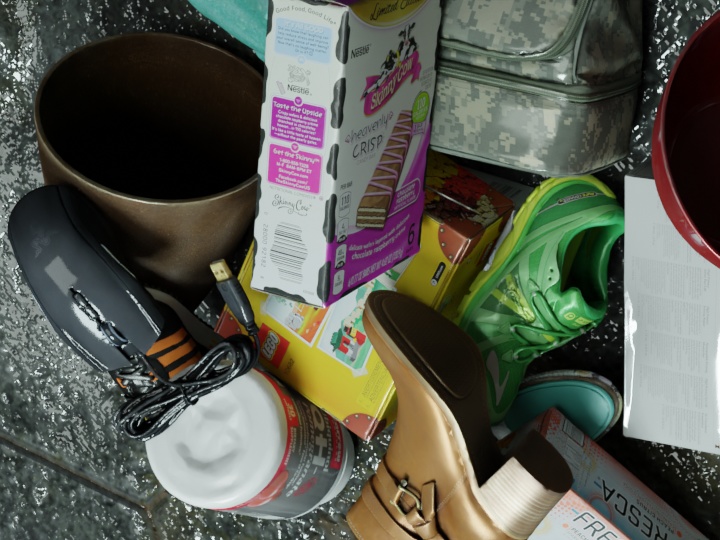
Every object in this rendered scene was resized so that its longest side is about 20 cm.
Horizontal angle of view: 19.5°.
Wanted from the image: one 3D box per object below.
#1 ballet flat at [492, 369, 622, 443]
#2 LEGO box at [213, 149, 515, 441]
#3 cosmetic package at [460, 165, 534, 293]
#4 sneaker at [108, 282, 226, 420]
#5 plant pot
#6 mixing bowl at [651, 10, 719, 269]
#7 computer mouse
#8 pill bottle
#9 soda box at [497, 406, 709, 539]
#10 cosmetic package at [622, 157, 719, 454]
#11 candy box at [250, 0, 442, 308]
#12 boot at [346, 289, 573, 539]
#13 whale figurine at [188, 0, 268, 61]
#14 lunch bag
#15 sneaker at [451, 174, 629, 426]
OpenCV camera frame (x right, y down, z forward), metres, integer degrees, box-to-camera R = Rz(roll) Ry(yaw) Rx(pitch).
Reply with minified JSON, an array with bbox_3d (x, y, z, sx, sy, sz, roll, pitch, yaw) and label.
[{"bbox_3d":[0.120,0.116,1.571,0.200,0.072,0.072,-34,89,35],"label":"ballet flat"},{"bbox_3d":[0.000,0.000,1.532,0.149,0.077,0.200,35,124,14],"label":"LEGO box"},{"bbox_3d":[0.029,-0.013,1.589,0.200,0.052,0.151,18,120,24],"label":"cosmetic package"},{"bbox_3d":[-0.160,0.074,1.603,0.070,0.200,0.090,-12,66,22],"label":"sneaker"},{"bbox_3d":[-0.164,-0.049,1.629,0.187,0.187,0.200,32,139,17],"label":"plant pot"},{"bbox_3d":[0.266,-0.071,1.354,0.200,0.200,0.108,58,161,0],"label":"mixing bowl"},{"bbox_3d":[-0.162,0.017,1.495,0.140,0.046,0.200,-28,95,15],"label":"computer mouse"},{"bbox_3d":[-0.076,0.135,1.611,0.111,0.200,0.111,-4,79,19],"label":"pill bottle"},{"bbox_3d":[0.181,0.191,1.524,0.200,0.064,0.068,41,128,-15],"label":"soda box"},{"bbox_3d":[0.232,0.026,1.477,0.083,0.051,0.200,12,115,31],"label":"cosmetic package"},{"bbox_3d":[-0.007,-0.092,1.355,0.061,0.136,0.200,14,113,25],"label":"candy box"},{"bbox_3d":[0.039,0.125,1.471,0.200,0.077,0.155,46,126,2],"label":"boot"},{"bbox_3d":[-0.073,-0.200,1.497,0.159,0.104,0.200,98,155,-55],"label":"whale figurine"},{"bbox_3d":[0.093,-0.167,1.440,0.200,0.139,0.168,17,106,27],"label":"lunch bag"},{"bbox_3d":[0.126,0.026,1.490,0.084,0.074,0.200,35,103,41],"label":"sneaker"}]
